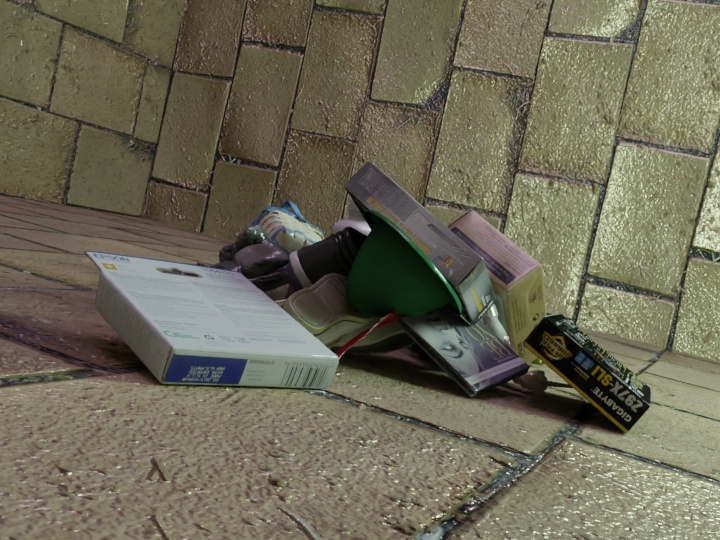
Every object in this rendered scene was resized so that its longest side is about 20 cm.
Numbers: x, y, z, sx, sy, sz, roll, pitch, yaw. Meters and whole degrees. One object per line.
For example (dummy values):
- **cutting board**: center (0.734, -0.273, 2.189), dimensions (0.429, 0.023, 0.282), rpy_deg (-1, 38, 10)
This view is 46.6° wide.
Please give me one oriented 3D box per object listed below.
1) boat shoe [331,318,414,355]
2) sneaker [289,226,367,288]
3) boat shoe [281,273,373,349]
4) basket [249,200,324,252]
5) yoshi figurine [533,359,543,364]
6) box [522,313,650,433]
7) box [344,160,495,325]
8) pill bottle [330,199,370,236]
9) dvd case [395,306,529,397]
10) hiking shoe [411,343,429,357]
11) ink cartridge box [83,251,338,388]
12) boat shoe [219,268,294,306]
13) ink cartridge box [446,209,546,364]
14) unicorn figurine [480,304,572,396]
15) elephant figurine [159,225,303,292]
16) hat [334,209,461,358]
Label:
- **boat shoe**: center (0.010, 0.081, 1.097), dimensions (0.199, 0.061, 0.072), rpy_deg (-10, 49, -35)
- **sneaker**: center (-0.008, 0.012, 1.112), dimensions (0.098, 0.071, 0.200), rpy_deg (-26, -32, 11)
- **boat shoe**: center (-0.047, 0.056, 0.988), dimensions (0.075, 0.068, 0.199), rpy_deg (50, 23, 16)
- **basket**: center (-0.143, -0.018, 1.405), dimensions (0.138, 0.178, 0.200), rpy_deg (27, 9, -29)
- **yoshi figurine**: center (0.251, 0.104, 1.454), dimensions (0.197, 0.114, 0.111), rpy_deg (8, -11, -32)
- **box**: center (0.294, 0.124, 1.069), dimensions (0.159, 0.050, 0.200), rpy_deg (43, 12, 15)
- **box**: center (0.078, -0.032, 1.055), dimensions (0.200, 0.048, 0.159), rpy_deg (43, -4, 23)
- **pill bottle**: center (0.000, 0.000, 1.262), dimensions (0.111, 0.203, 0.112), rpy_deg (12, 2, -1)
- **dvd case**: center (0.110, 0.073, 1.065), dimensions (0.200, 0.016, 0.148), rpy_deg (45, 29, 25)
- **hiking shoe**: center (0.106, 0.102, 1.200), dimensions (0.085, 0.076, 0.200), rpy_deg (5, -8, 5)
- **ink cartridge box**: center (-0.151, 0.050, 0.821), dimensions (0.195, 0.044, 0.199), rpy_deg (9, 17, -44)
- **boat shoe**: center (-0.161, 0.032, 0.967), dimensions (0.198, 0.066, 0.073), rpy_deg (-3, -11, -44)
- **ink cartridge box**: center (0.207, 0.033, 1.289), dimensions (0.165, 0.075, 0.201), rpy_deg (43, -19, 41)
- **unicorn figurine**: center (0.193, 0.101, 1.161), dimensions (0.200, 0.074, 0.137), rpy_deg (48, 0, -6)
- **elephant figurine**: center (-0.150, 0.025, 1.077), dimensions (0.154, 0.143, 0.200), rpy_deg (-28, 5, 10)
- **hat**: center (0.002, 0.045, 0.978), dimensions (0.165, 0.176, 0.200), rpy_deg (42, -6, 29)
